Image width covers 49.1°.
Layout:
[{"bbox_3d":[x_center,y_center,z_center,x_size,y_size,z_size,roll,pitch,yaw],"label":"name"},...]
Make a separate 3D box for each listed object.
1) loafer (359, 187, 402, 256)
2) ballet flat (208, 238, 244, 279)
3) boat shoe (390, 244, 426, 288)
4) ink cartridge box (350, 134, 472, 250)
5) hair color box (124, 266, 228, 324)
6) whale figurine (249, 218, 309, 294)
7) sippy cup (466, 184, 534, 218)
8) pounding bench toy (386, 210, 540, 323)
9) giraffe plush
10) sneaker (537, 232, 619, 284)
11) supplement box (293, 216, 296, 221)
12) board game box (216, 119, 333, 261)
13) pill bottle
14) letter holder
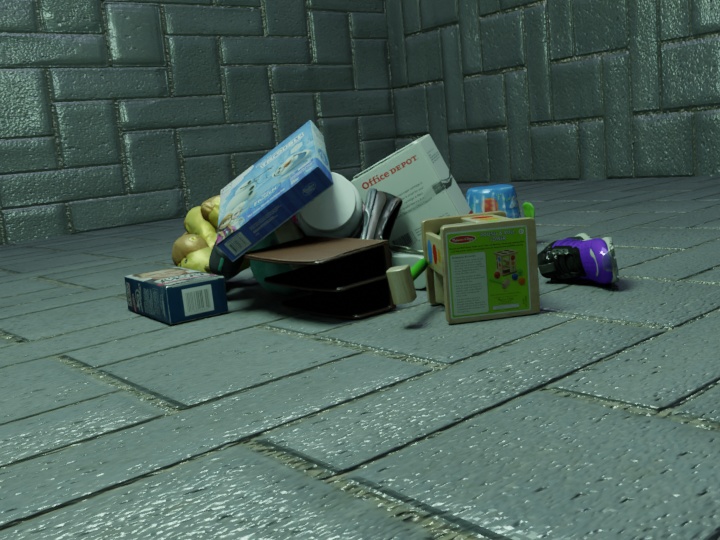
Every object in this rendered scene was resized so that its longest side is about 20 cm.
[{"bbox_3d":[0.029,-0.045,1.264,0.062,0.202,0.072,7,-30,1],"label":"loafer"},{"bbox_3d":[-0.213,-0.072,1.369,0.072,0.073,0.201,-3,42,14],"label":"ballet flat"},{"bbox_3d":[0.057,-0.007,1.327,0.199,0.071,0.063,12,18,40],"label":"boat shoe"},{"bbox_3d":[0.098,-0.111,1.363,0.144,0.201,0.084,-27,9,25],"label":"ink cartridge box"},{"bbox_3d":[-0.302,0.037,1.278,0.099,0.061,0.199,-11,10,-34],"label":"hair color box"},{"bbox_3d":[-0.150,-0.047,1.344,0.103,0.201,0.159,-28,-29,-1],"label":"whale figurine"},{"bbox_3d":[0.265,-0.103,1.581,0.138,0.132,0.178,0,10,26],"label":"sippy cup"},{"bbox_3d":[0.123,-0.006,1.083,0.198,0.126,0.156,-7,9,-7],"label":"pounding bench toy"},{"bbox_3d":[-0.279,-0.021,1.441,0.199,0.174,0.162,33,34,14],"label":"giraffe plush"},{"bbox_3d":[0.323,-0.010,1.202,0.098,0.070,0.200,-12,5,0],"label":"sneaker"},{"bbox_3d":[-0.139,-0.139,1.561,0.101,0.103,0.200,-51,-9,-22],"label":"supplement box"},{"bbox_3d":[-0.139,-0.131,1.247,0.199,0.043,0.200,-36,28,12],"label":"board game box"},{"bbox_3d":[-0.052,-0.096,1.333,0.115,0.117,0.200,-5,-8,0],"label":"pill bottle"},{"bbox_3d":[-0.067,0.014,1.163,0.141,0.102,0.199,-15,13,-37],"label":"letter holder"}]
